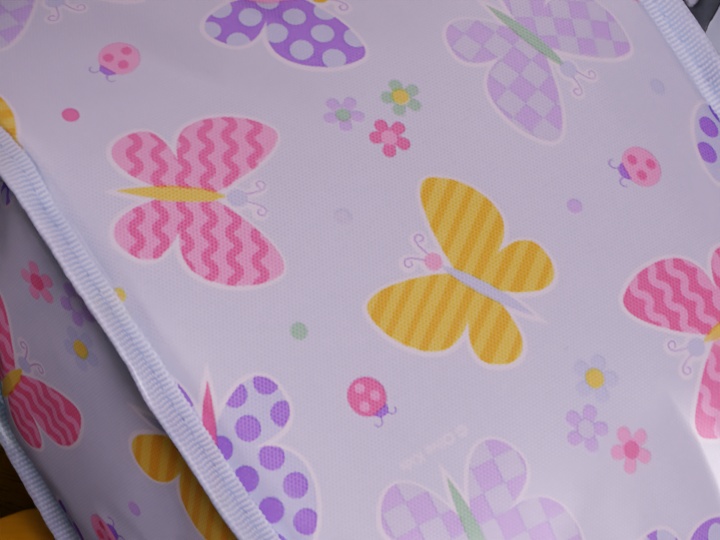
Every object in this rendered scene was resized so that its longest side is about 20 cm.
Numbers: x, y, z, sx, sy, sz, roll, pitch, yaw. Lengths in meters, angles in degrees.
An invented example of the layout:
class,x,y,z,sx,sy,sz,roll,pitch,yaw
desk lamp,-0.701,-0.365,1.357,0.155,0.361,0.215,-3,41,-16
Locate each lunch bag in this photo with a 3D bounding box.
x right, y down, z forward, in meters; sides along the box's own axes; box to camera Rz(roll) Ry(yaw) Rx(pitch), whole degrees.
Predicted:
class,x,y,z,sx,sy,sz,roll,pitch,yaw
lunch bag,0.000,0.000,0.679,0.169,0.127,0.200,-31,85,-27

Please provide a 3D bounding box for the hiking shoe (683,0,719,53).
class,x,y,z,sx,sy,sz,roll,pitch,yaw
hiking shoe,0.129,-0.058,0.779,0.086,0.074,0.201,-1,112,21

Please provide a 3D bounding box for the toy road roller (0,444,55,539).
class,x,y,z,sx,sy,sz,roll,pitch,yaw
toy road roller,-0.089,0.132,0.765,0.122,0.146,0.200,21,127,-25
